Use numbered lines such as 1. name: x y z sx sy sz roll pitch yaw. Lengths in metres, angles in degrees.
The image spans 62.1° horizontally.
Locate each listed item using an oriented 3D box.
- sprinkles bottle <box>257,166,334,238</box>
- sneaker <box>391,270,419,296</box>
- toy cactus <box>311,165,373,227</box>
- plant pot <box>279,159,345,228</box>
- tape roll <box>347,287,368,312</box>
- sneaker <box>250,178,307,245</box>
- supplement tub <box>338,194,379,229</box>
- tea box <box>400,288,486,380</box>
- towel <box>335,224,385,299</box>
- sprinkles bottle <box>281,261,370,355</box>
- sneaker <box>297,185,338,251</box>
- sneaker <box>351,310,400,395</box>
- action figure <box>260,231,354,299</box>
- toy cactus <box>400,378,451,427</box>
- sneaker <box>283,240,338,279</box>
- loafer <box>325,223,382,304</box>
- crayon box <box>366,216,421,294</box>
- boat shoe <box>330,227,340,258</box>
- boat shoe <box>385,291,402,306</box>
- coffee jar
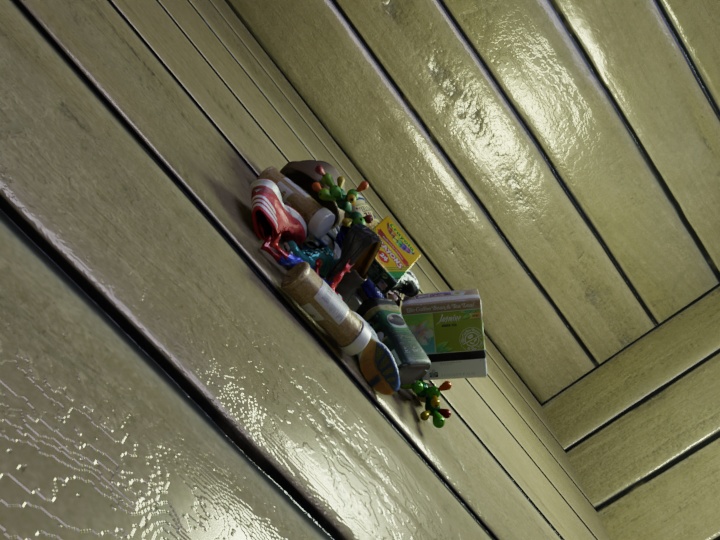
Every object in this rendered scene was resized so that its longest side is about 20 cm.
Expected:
1. sprinkles bottle: -0.150 -0.157 1.375 0.199 0.069 0.068 39 8 18
2. sneaker: 0.079 0.020 1.456 0.200 0.066 0.091 43 26 -35
3. toy cactus: -0.026 -0.153 1.376 0.200 0.102 0.165 42 -6 37
4. plant pot: -0.104 -0.210 1.522 0.199 0.093 0.202 33 -26 19
5. tape roll: 0.007 0.083 1.505 0.204 0.037 0.203 51 11 -14
6. sneaker: -0.178 -0.087 1.258 0.200 0.077 0.117 51 33 -47
7. supplement tub: -0.006 -0.103 1.719 0.201 0.144 0.144 56 12 16
8. tea box: 0.210 0.161 1.509 0.134 0.196 0.201 -51 134 -78
9. towel: 0.000 0.000 1.448 0.201 0.049 0.149 59 8 -54
10. sprinkles bottle: -0.064 0.074 1.145 0.200 0.068 0.069 48 13 -23
11. sneaker: -0.128 -0.112 1.425 0.201 0.080 0.147 56 7 -15
12. sneaker: 0.025 0.165 1.254 0.202 0.075 0.088 57 12 13
13. action figure: -0.094 -0.015 1.196 0.200 0.100 0.065 46 -29 -23
14. toy cactus: 0.151 0.272 1.399 0.201 0.102 0.165 50 -1 27
15. sneaker: -0.099 -0.026 1.298 0.078 0.079 0.200 59 14 28
16. loafer: -0.019 0.006 1.248 0.072 0.203 0.072 10 15 -47
17. crayon box: 0.064 -0.045 1.381 0.127 0.051 0.200 47 34 -2
18. boat shoe: -0.047 -0.060 1.619 0.201 0.068 0.072 57 13 15
19. boat shoe: 0.075 0.060 1.569 0.076 0.071 0.201 46 14 -29
20. coffee jar: 0.068 0.152 1.330 0.103 0.086 0.201 7 41 -39
